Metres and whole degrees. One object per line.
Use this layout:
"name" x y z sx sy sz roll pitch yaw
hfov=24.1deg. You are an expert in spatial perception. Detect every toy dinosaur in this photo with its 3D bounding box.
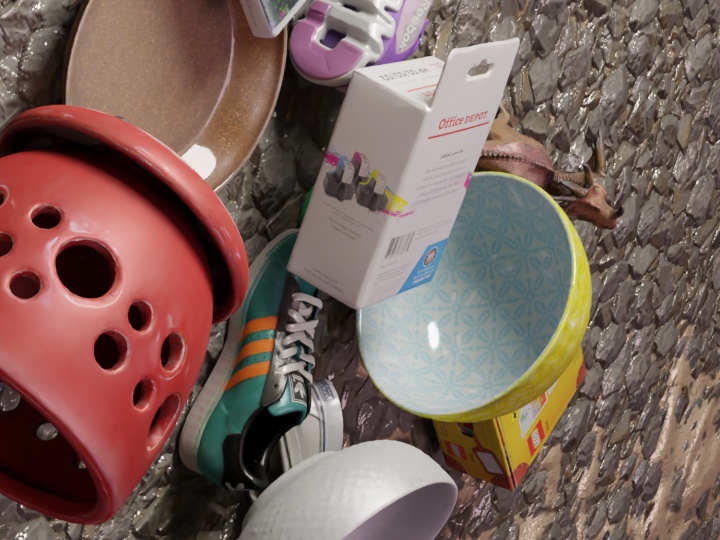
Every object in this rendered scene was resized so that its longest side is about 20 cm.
"toy dinosaur" 0.132 -0.087 1.392 0.200 0.135 0.086 -2 109 -52

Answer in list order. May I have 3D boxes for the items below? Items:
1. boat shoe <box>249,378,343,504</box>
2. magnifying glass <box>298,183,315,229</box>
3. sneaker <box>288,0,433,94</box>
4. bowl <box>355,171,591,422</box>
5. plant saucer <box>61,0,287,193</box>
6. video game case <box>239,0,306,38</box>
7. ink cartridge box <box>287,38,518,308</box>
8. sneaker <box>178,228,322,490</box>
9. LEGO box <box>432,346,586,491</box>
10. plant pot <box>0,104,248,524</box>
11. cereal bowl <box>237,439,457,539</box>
"boat shoe" -0.057 0.181 1.355 0.069 0.071 0.201 -8 122 -21
"magnifying glass" 0.000 0.000 1.362 0.080 0.022 0.200 -50 142 -25
"sneaker" 0.026 -0.209 1.246 0.201 0.080 0.088 -57 151 -7
"bowl" 0.106 0.035 1.323 0.108 0.200 0.201 31 83 -47
"plant saucer" -0.127 -0.135 1.108 0.200 0.037 0.201 -29 130 -41
"video game case" -0.043 -0.286 1.116 0.200 0.023 0.182 -55 140 -35
"ink cartridge box" 0.032 -0.083 1.211 0.115 0.068 0.201 -20 135 -58
"sneaker" -0.061 0.071 1.264 0.071 0.080 0.201 23 89 -54
"LEGO box" 0.124 0.072 1.503 0.149 0.077 0.200 -53 144 -30
"plant pot" -0.177 0.021 0.991 0.183 0.200 0.201 -55 144 -31
"cereal bowl" -0.027 0.197 1.266 0.200 0.083 0.200 -33 156 -17
